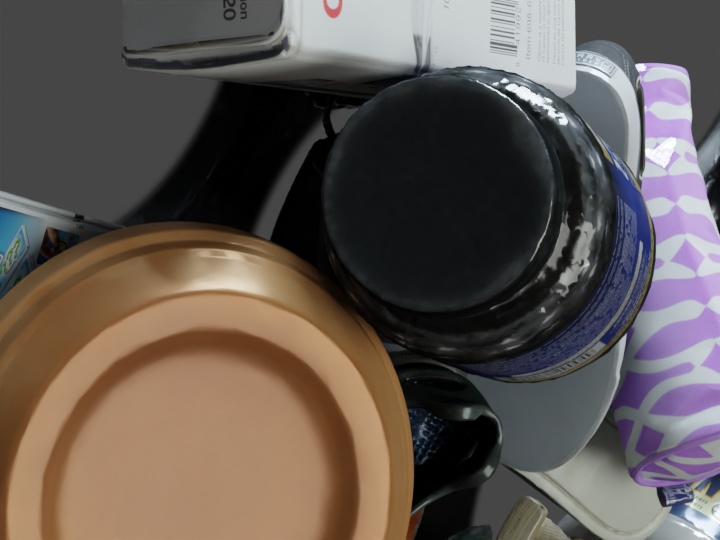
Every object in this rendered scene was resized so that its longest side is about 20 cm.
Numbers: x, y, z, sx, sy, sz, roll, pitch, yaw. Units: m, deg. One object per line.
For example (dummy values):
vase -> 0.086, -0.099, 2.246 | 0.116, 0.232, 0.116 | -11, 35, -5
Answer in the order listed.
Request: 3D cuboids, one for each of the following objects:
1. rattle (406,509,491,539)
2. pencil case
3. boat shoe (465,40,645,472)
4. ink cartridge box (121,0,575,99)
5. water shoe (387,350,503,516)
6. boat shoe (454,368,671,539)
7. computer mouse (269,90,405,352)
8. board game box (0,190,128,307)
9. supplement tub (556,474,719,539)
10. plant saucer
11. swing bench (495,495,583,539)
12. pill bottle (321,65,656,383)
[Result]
rattle -> -0.020, 0.194, 1.237 | 0.200, 0.130, 0.143 | -71, 168, -53
pencil case -> 0.143, 0.002, 1.297 | 0.085, 0.084, 0.201 | -7, 73, -24
boat shoe -> 0.091, -0.009, 1.237 | 0.066, 0.070, 0.201 | -49, 146, -60
ink cartridge box -> -0.001, -0.143, 1.085 | 0.200, 0.085, 0.146 | 3, 86, -56
water shoe -> -0.039, 0.089, 1.112 | 0.199, 0.079, 0.072 | -27, 109, -13
boat shoe -> 0.073, 0.054, 1.312 | 0.200, 0.062, 0.075 | 39, 83, -31
computer mouse -> 0.000, 0.000, 1.206 | 0.138, 0.053, 0.201 | 16, 83, -44
board game box -> -0.146, 0.071, 1.047 | 0.126, 0.035, 0.201 | 18, 90, -54
supplement tub -> 0.202, 0.120, 1.449 | 0.200, 0.145, 0.145 | -49, 139, -34
plant saucer -> -0.064, 0.083, 1.029 | 0.199, 0.037, 0.201 | -4, 99, -27
swing bench -> 0.150, 0.196, 1.235 | 0.199, 0.199, 0.130 | 42, 65, -74
pill bottle -> 0.049, -0.017, 1.072 | 0.200, 0.111, 0.112 | 25, 83, -76
